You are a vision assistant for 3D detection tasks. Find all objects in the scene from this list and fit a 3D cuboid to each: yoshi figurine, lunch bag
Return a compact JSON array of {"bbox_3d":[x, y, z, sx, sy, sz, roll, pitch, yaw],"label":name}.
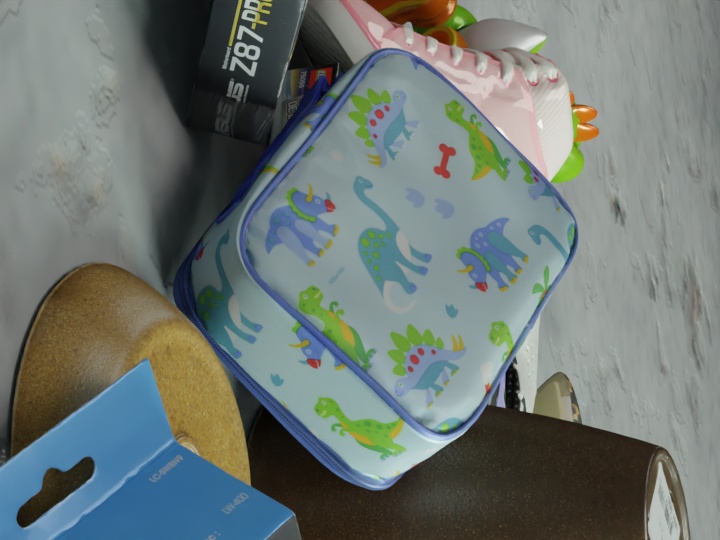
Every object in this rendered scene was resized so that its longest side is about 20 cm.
[{"bbox_3d":[0.064,-0.101,1.491,0.200,0.112,0.113,36,83,-49],"label":"yoshi figurine"},{"bbox_3d":[0.010,-0.007,1.182,0.161,0.082,0.200,43,46,-8],"label":"lunch bag"}]

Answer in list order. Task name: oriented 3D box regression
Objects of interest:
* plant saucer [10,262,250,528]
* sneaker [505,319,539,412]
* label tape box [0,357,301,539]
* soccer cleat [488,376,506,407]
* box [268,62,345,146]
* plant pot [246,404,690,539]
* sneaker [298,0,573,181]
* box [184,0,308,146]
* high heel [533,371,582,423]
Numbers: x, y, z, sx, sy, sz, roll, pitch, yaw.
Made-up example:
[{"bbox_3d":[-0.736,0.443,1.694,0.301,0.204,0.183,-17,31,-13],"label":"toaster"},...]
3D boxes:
[{"bbox_3d":[-0.091,0.095,1.058,0.200,0.035,0.202,-7,90,-70],"label":"plant saucer"},{"bbox_3d":[0.080,0.043,1.512,0.080,0.073,0.201,71,26,-57],"label":"sneaker"},{"bbox_3d":[-0.082,0.159,0.960,0.144,0.063,0.201,-38,122,-44],"label":"label tape box"},{"bbox_3d":[0.062,0.125,1.406,0.073,0.068,0.202,27,62,-49],"label":"soccer cleat"},{"bbox_3d":[0.000,0.000,1.330,0.200,0.040,0.138,57,32,-50],"label":"box"},{"bbox_3d":[0.063,0.143,1.225,0.187,0.198,0.189,-7,90,-70],"label":"plant pot"},{"bbox_3d":[0.048,-0.110,1.351,0.105,0.075,0.200,-46,120,-9],"label":"sneaker"},{"bbox_3d":[-0.035,-0.189,1.178,0.162,0.049,0.201,107,-4,-51],"label":"box"},{"bbox_3d":[0.121,0.179,1.549,0.143,0.071,0.201,49,53,-52],"label":"high heel"}]
